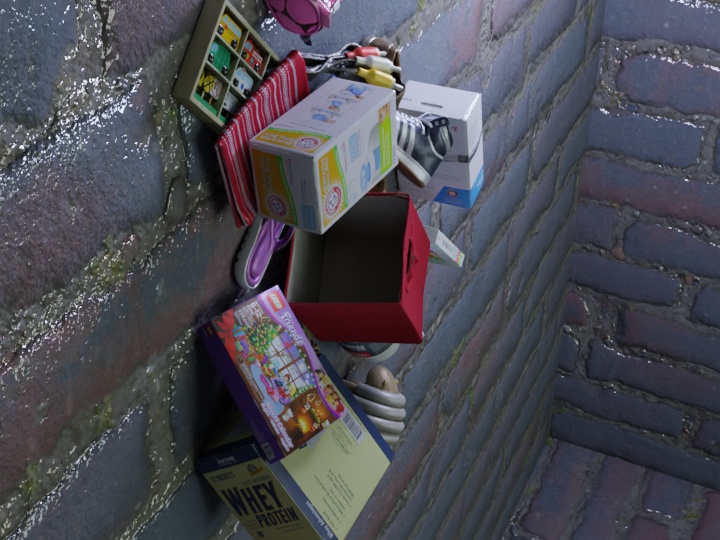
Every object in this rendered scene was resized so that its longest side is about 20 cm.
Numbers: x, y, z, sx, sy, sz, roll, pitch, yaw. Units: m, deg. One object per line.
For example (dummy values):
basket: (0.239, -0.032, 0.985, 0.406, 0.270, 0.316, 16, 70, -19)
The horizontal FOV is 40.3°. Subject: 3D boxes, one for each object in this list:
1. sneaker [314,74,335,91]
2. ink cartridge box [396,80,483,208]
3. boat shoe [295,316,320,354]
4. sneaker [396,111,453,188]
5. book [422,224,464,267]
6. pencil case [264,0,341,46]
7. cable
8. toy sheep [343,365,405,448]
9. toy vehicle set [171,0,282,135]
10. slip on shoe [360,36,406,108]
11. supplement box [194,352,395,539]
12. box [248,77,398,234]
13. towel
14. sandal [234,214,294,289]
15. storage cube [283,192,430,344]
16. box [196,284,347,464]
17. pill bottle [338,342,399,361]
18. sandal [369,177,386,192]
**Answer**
sneaker: (-0.014, -0.223, 1.456, 0.199, 0.080, 0.149, -4, 112, -61)
ink cartridge box: (0.139, -0.223, 1.744, 0.084, 0.143, 0.202, -58, 152, -37)
boat shoe: (-0.095, 0.119, 1.483, 0.076, 0.073, 0.201, -63, 155, -28)
sneaker: (0.070, -0.235, 1.562, 0.109, 0.070, 0.200, -49, 123, -5)
book: (0.105, -0.055, 1.782, 0.200, 0.132, 0.049, 32, 75, -67)
pencil case: (-0.043, -0.392, 1.264, 0.091, 0.092, 0.202, 71, 39, -54)
cable: (-0.029, -0.295, 1.362, 0.198, 0.098, 0.050, 3, 142, -44)
toy sheep: (0.015, 0.271, 1.769, 0.138, 0.136, 0.203, 9, 95, -68)
toy vehicle set: (-0.151, -0.227, 1.192, 0.200, 0.026, 0.126, 37, 70, -67)
slip on shoe: (0.043, -0.287, 1.582, 0.077, 0.060, 0.202, -59, 153, -35)
supplement box: (-0.089, 0.268, 1.395, 0.201, 0.133, 0.200, 55, 42, -14)
box: (-0.043, -0.151, 1.260, 0.200, 0.100, 0.114, -45, 142, -43)
towel: (-0.115, -0.169, 1.249, 0.201, 0.022, 0.146, -58, 152, -36)
sandal: (-0.113, -0.066, 1.353, 0.082, 0.049, 0.206, 47, 60, -65)
storage cube: (0.000, 0.000, 1.460, 0.180, 0.196, 0.174, 56, 37, -64)
box: (-0.115, 0.134, 1.302, 0.136, 0.039, 0.202, -28, 88, -49)
pill bottle: (0.005, 0.079, 1.640, 0.121, 0.118, 0.200, -68, 157, -17)
sandal: (0.006, -0.159, 1.597, 0.070, 0.077, 0.213, 51, 42, -25)
